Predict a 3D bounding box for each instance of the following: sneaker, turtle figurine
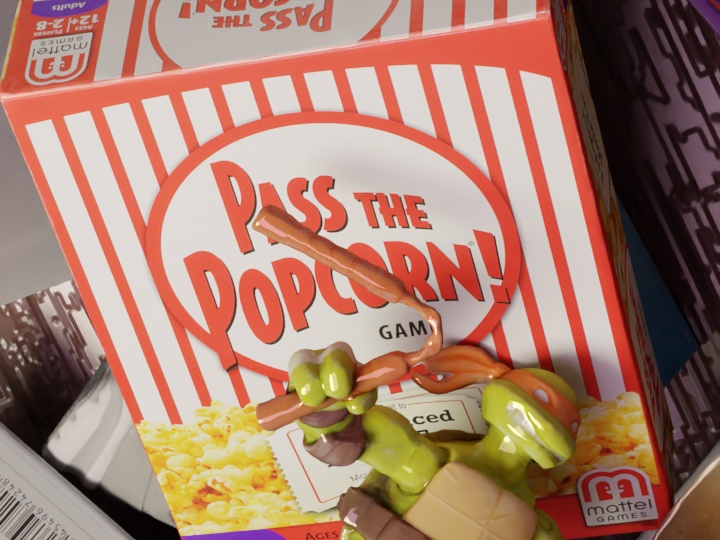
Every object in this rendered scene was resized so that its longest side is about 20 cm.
[{"bbox_3d":[-0.037,0.035,0.976,0.082,0.075,0.200,35,153,-6],"label":"sneaker"},{"bbox_3d":[0.009,0.081,0.806,0.200,0.064,0.162,37,87,-28],"label":"turtle figurine"}]

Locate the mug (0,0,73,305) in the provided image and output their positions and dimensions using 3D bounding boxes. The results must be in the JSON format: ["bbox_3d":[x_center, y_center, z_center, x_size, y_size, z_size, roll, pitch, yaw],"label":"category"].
[{"bbox_3d":[-0.164,-0.047,0.973,0.186,0.153,0.150,4,112,25],"label":"mug"}]

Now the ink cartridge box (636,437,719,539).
[{"bbox_3d":[0.170,0.148,0.948,0.200,0.057,0.163,42,122,11],"label":"ink cartridge box"}]

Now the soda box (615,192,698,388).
[{"bbox_3d":[0.027,-0.038,0.931,0.064,0.068,0.201,-26,97,31],"label":"soda box"}]

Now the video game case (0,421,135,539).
[{"bbox_3d":[-0.131,0.168,1.008,0.200,0.022,0.182,41,81,-3],"label":"video game case"}]

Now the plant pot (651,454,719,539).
[{"bbox_3d":[0.167,0.129,0.828,0.199,0.027,0.201,-2,85,27],"label":"plant pot"}]

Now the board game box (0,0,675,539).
[{"bbox_3d":[0.000,0.000,0.832,0.151,0.046,0.200,-8,132,12],"label":"board game box"}]

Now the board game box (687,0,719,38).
[{"bbox_3d":[0.104,-0.163,0.868,0.120,0.032,0.200,-41,88,28],"label":"board game box"}]
